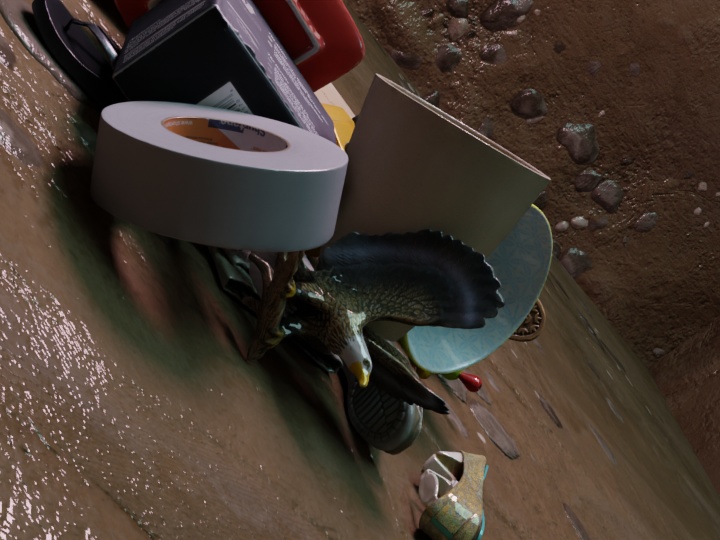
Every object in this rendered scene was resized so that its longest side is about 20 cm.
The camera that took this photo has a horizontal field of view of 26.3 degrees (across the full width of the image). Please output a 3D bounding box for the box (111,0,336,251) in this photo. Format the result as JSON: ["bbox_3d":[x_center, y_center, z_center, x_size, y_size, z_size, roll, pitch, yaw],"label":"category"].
[{"bbox_3d":[-0.118,-0.154,1.405,0.198,0.117,0.200,55,11,-20],"label":"box"}]

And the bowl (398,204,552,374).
[{"bbox_3d":[0.090,-0.007,1.586,0.107,0.201,0.200,39,0,38],"label":"bowl"}]

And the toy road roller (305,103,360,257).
[{"bbox_3d":[-0.044,-0.085,1.630,0.199,0.146,0.124,7,55,-50],"label":"toy road roller"}]

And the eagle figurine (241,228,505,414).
[{"bbox_3d":[0.001,0.043,1.317,0.198,0.151,0.153,5,77,-30],"label":"eagle figurine"}]

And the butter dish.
[{"bbox_3d":[-0.116,-0.267,1.548,0.201,0.198,0.148,55,17,-21],"label":"butter dish"}]

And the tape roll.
[{"bbox_3d":[-0.111,-0.077,1.215,0.198,0.067,0.200,12,15,-3],"label":"tape roll"}]

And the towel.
[{"bbox_3d":[-0.090,-0.013,1.466,0.192,0.034,0.201,42,17,-45],"label":"towel"}]

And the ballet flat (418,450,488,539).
[{"bbox_3d":[0.085,0.208,1.465,0.071,0.070,0.200,52,12,-7],"label":"ballet flat"}]

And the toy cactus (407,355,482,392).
[{"bbox_3d":[0.054,0.068,1.727,0.165,0.103,0.200,39,4,35],"label":"toy cactus"}]

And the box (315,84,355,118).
[{"bbox_3d":[-0.060,-0.183,1.968,0.095,0.077,0.200,54,11,-2],"label":"box"}]

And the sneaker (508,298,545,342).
[{"bbox_3d":[0.116,0.017,1.710,0.199,0.068,0.090,29,-5,8],"label":"sneaker"}]

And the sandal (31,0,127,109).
[{"bbox_3d":[-0.219,-0.172,1.390,0.201,0.043,0.076,51,13,-13],"label":"sandal"}]

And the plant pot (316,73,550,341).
[{"bbox_3d":[0.045,-0.045,1.408,0.186,0.201,0.187,29,9,-5],"label":"plant pot"}]

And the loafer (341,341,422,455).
[{"bbox_3d":[0.028,0.111,1.477,0.070,0.075,0.201,42,16,-28],"label":"loafer"}]
